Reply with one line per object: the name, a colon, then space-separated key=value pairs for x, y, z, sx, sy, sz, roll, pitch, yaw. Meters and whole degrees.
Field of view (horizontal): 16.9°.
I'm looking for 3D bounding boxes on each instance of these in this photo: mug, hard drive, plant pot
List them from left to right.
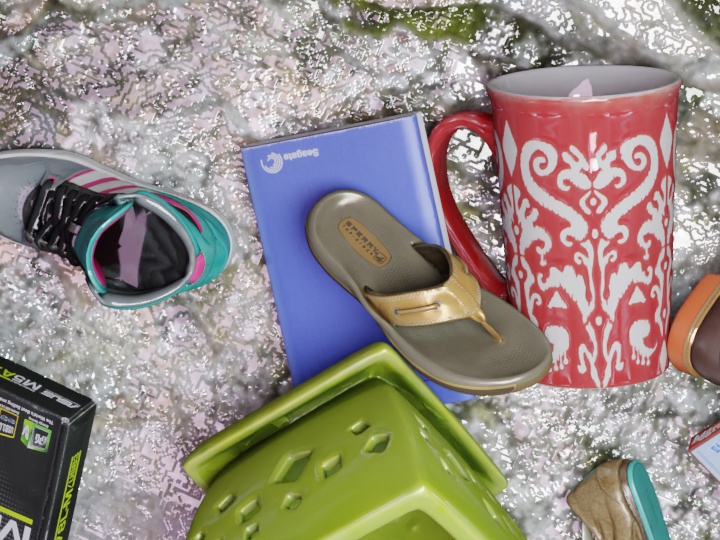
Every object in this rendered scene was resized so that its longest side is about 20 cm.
hard drive: x=0.000 y=0.000 z=1.688 sx=0.131 sy=0.025 sz=0.202 roll=-9 pitch=99 yaw=20
plant pot: x=0.001 y=0.180 z=1.626 sx=0.199 sy=0.182 sz=0.199 roll=-31 pitch=128 yaw=15
mug: x=0.143 y=-0.034 z=1.660 sx=0.133 sy=0.177 sz=0.202 roll=-12 pitch=105 yaw=-32

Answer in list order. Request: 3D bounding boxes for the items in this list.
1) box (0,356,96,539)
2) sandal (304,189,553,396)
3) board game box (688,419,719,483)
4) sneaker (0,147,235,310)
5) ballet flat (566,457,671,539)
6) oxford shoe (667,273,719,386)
box: x=-0.291 y=0.139 z=1.677 sx=0.199 sy=0.047 sz=0.194 roll=24 pitch=115 yaw=15
sandal: x=0.042 y=0.010 z=1.606 sx=0.200 sy=0.054 sz=0.080 roll=42 pitch=63 yaw=18
board game box: x=0.328 y=0.161 z=1.652 sx=0.200 sy=0.019 sz=0.103 roll=45 pitch=124 yaw=-13
sneaker: x=-0.188 y=-0.028 z=1.659 sx=0.198 sy=0.121 sz=0.084 roll=14 pitch=100 yaw=1
ballet flat: x=0.202 y=0.231 z=1.716 sx=0.072 sy=0.068 sz=0.201 roll=-23 pitch=98 yaw=26
oxford shoe: x=0.292 y=-0.004 z=1.643 sx=0.201 sy=0.072 sz=0.071 roll=-57 pitch=136 yaw=-8
